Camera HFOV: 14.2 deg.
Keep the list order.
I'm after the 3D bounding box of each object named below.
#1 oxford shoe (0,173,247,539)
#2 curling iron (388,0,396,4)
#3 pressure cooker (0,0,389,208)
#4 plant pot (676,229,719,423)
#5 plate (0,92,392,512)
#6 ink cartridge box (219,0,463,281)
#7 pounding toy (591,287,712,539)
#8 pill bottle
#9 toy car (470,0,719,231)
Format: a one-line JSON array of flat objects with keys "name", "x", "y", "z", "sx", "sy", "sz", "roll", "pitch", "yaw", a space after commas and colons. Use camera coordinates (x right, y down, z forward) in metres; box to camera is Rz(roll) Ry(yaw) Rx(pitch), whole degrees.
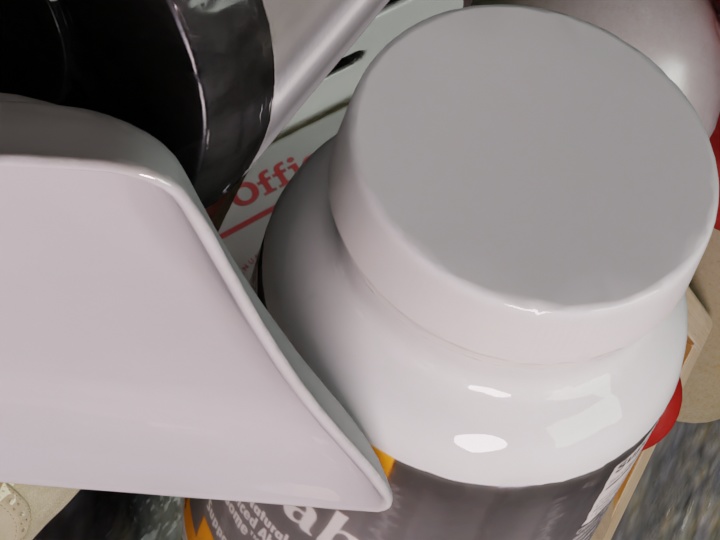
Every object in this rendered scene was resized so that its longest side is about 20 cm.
[{"name": "oxford shoe", "x": -0.086, "y": 0.010, "z": 0.804, "sx": 0.200, "sy": 0.071, "sz": 0.074, "roll": -53, "pitch": 158, "yaw": -4}, {"name": "curling iron", "x": 0.006, "y": -0.064, "z": 1.032, "sx": 0.026, "sy": 0.050, "sz": 0.200, "roll": -37, "pitch": 137, "yaw": -51}, {"name": "pressure cooker", "x": -0.050, "y": -0.132, "z": 0.682, "sx": 0.200, "sy": 0.179, "sz": 0.176, "roll": -52, "pitch": 173, "yaw": -32}, {"name": "plant pot", "x": 0.168, "y": -0.038, "z": 1.257, "sx": 0.187, "sy": 0.187, "sz": 0.200, "roll": -27, "pitch": 148, "yaw": -57}, {"name": "plate", "x": -0.106, "y": 0.003, "z": 0.666, "sx": 0.200, "sy": 0.199, "sz": 0.032, "roll": 59, "pitch": 39, "yaw": -62}, {"name": "ink cartridge box", "x": 0.000, "y": 0.000, "z": 0.934, "sx": 0.115, "sy": 0.068, "sz": 0.200, "roll": -28, "pitch": 158, "yaw": -12}, {"name": "pounding toy", "x": 0.061, "y": 0.081, "z": 1.148, "sx": 0.200, "sy": 0.142, "sz": 0.184, "roll": -64, "pitch": 156, "yaw": -8}, {"name": "pill bottle", "x": 0.022, "y": 0.027, "z": 0.781, "sx": 0.116, "sy": 0.116, "sz": 0.200, "roll": -50, "pitch": 168, "yaw": -35}, {"name": "toy car", "x": 0.102, "y": -0.067, "z": 1.024, "sx": 0.200, "sy": 0.185, "sz": 0.177, "roll": -11, "pitch": 154, "yaw": -13}]
